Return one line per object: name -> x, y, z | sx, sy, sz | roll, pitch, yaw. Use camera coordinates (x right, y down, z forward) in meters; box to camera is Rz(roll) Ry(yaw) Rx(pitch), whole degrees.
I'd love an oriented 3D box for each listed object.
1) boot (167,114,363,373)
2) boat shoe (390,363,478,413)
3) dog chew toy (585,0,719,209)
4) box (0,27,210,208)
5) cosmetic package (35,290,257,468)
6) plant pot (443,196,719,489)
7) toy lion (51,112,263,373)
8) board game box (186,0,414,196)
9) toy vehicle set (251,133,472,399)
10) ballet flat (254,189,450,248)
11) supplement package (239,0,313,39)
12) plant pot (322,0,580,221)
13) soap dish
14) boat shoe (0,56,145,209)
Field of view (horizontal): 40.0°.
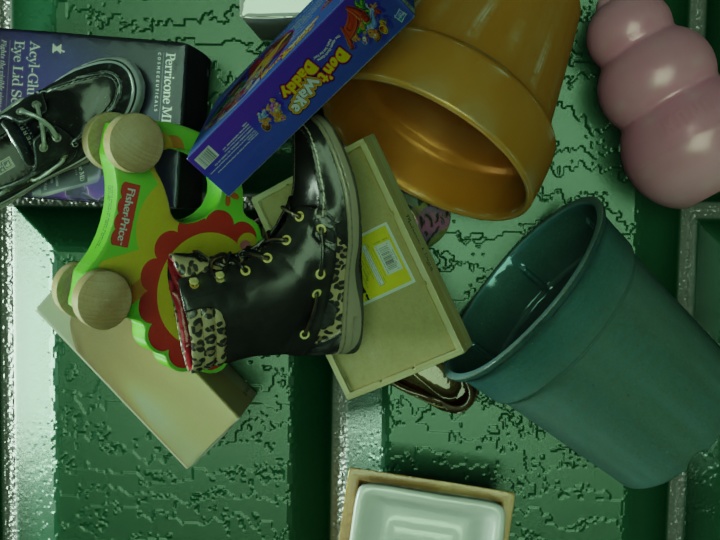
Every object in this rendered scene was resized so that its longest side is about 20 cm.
boot -> -0.078, -0.015, 0.792 | 0.149, 0.073, 0.202 | -11, 111, -19
boat shoe -> 0.025, 0.065, 0.925 | 0.201, 0.075, 0.075 | 29, 95, 0
dog chew toy -> 0.269, -0.158, 0.879 | 0.124, 0.125, 0.201 | -28, 86, 4
box -> -0.245, -0.136, 0.905 | 0.198, 0.104, 0.150 | 4, 94, 2
cosmetic package -> -0.194, 0.078, 0.921 | 0.071, 0.105, 0.200 | -43, 93, 6
plant pot -> 0.210, 0.075, 0.871 | 0.196, 0.200, 0.201 | 39, 95, -10
toy lion -> -0.150, -0.017, 0.838 | 0.190, 0.068, 0.202 | 11, 90, -38
board game box -> -0.044, -0.163, 0.775 | 0.045, 0.135, 0.200 | 41, 113, -19
toy vehicle set -> 0.000, 0.000, 0.859 | 0.124, 0.026, 0.201 | -23, 94, 26
ballet flat -> -0.013, -0.035, 0.921 | 0.198, 0.071, 0.070 | -6, 93, 2
supplement package -> -0.043, -0.315, 0.874 | 0.118, 0.121, 0.202 | 0, 94, 2
plant pot -> 0.095, -0.174, 0.850 | 0.199, 0.200, 0.184 | 30, 75, 0
soap dish -> 0.053, 0.291, 0.939 | 0.156, 0.081, 0.202 | 8, 95, 2
boat shoe -> -0.270, -0.112, 0.821 | 0.199, 0.068, 0.072 | -30, 93, 4
